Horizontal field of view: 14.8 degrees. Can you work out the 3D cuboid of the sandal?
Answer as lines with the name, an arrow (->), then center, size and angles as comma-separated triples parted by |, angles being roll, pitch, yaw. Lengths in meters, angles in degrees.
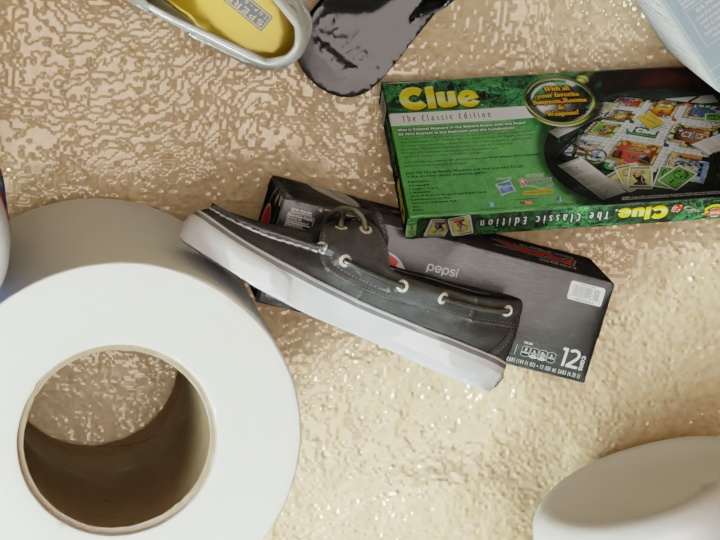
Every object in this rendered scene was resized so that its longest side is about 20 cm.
sandal -> 0.039, -0.180, 1.559 | 0.075, 0.045, 0.200 | 35, 95, -13

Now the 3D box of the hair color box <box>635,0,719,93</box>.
hair color box -> 0.160, -0.200, 1.532 | 0.061, 0.099, 0.200 | -37, 114, 1

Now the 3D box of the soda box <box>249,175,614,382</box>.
soda box -> 0.038, 0.005, 1.586 | 0.200, 0.071, 0.063 | 15, 101, -11

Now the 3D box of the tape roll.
tape roll -> -0.142, 0.072, 1.533 | 0.202, 0.139, 0.203 | -3, 107, -11

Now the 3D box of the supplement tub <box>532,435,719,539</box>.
supplement tub -> 0.192, 0.213, 1.618 | 0.145, 0.145, 0.200 | -19, 104, -4

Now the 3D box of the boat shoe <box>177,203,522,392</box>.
boat shoe -> 0.000, 0.000, 1.510 | 0.200, 0.070, 0.066 | 25, 90, -13

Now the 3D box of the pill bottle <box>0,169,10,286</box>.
pill bottle -> -0.242, -0.033, 1.468 | 0.112, 0.200, 0.112 | -2, 103, -8

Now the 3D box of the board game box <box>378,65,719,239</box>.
board game box -> 0.116, -0.069, 1.572 | 0.200, 0.105, 0.023 | -3, 144, -7

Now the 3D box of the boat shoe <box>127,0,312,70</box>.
boat shoe -> -0.114, -0.173, 1.511 | 0.202, 0.086, 0.075 | 38, 95, -8
